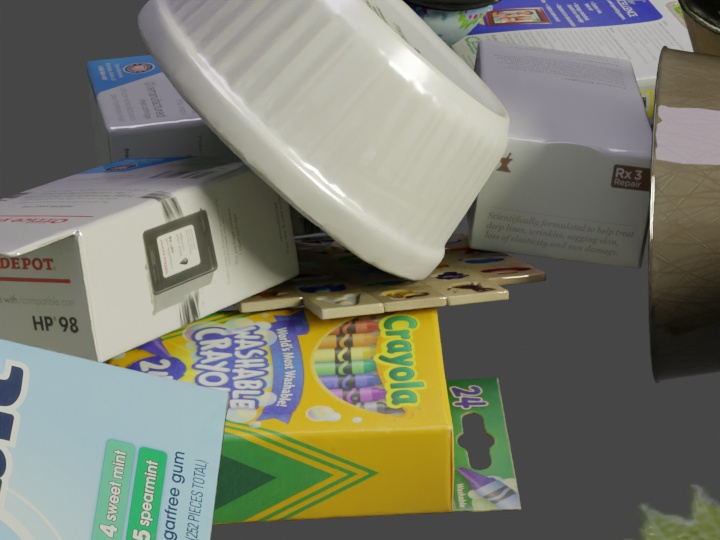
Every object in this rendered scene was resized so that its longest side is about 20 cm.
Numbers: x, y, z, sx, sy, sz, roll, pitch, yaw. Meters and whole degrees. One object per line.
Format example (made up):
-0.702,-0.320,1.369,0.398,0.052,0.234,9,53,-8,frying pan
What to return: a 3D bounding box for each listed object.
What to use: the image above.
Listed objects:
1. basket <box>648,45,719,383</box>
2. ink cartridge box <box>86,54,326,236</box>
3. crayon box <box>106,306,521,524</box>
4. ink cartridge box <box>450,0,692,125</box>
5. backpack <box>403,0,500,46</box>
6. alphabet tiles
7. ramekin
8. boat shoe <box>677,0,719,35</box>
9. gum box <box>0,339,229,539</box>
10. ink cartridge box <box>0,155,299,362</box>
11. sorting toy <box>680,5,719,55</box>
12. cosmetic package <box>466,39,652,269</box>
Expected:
0.251,-0.030,1.088,0.199,0.136,0.181,0,67,12,basket
-0.057,-0.080,1.283,0.199,0.084,0.145,-7,21,-10,ink cartridge box
-0.026,0.068,1.049,0.199,0.052,0.126,-2,27,-1,crayon box
0.152,-0.150,1.461,0.199,0.047,0.198,-5,26,-8,ink cartridge box
-0.007,-0.196,1.408,0.163,0.155,0.199,0,9,-43,backpack
0.000,0.000,1.160,0.165,0.006,0.200,-5,11,-16,alphabet tiles
-0.011,-0.097,1.101,0.202,0.094,0.202,41,11,-10,ramekin
0.257,-0.128,1.082,0.200,0.074,0.063,19,51,7,boat shoe
-0.158,0.103,0.805,0.199,0.045,0.171,14,51,-12,gum box
-0.137,-0.003,1.059,0.115,0.067,0.200,1,16,36,ink cartridge box
0.270,-0.147,1.158,0.199,0.185,0.037,12,63,26,sorting toy
0.113,-0.071,1.248,0.101,0.074,0.200,7,22,1,cosmetic package
